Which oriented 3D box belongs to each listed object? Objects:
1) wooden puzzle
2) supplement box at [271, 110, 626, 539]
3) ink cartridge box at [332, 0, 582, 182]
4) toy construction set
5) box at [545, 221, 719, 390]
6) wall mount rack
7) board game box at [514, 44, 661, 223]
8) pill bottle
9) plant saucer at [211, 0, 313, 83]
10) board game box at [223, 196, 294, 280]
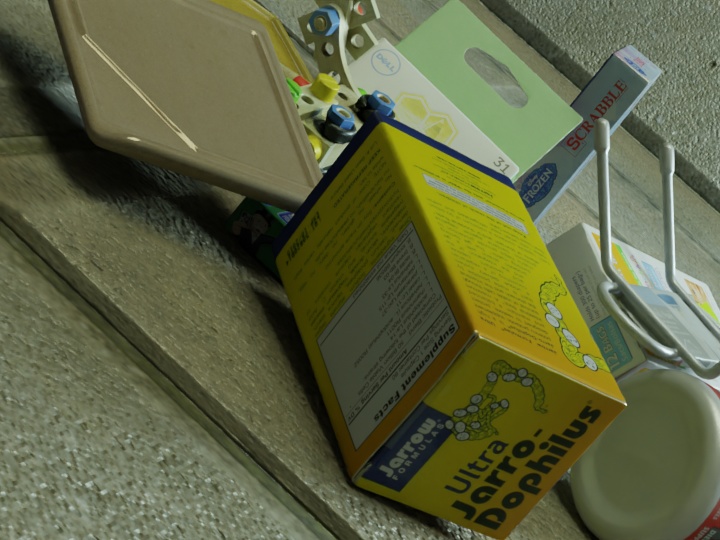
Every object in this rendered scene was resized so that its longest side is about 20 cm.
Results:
[{"bbox_3d":[-0.108,-0.110,1.181,0.184,0.037,0.201,18,34,-42],"label":"wooden puzzle"},{"bbox_3d":[0.042,0.027,1.076,0.109,0.109,0.201,24,28,-32],"label":"supplement box"},{"bbox_3d":[0.060,-0.113,1.468,0.146,0.200,0.048,45,-26,8],"label":"ink cartridge box"},{"bbox_3d":[-0.048,-0.127,1.361,0.131,0.092,0.200,40,41,13],"label":"toy construction set"},{"bbox_3d":[0.177,0.059,1.358,0.199,0.101,0.113,22,40,-53],"label":"box"},{"bbox_3d":[0.205,-0.005,1.275,0.174,0.075,0.200,52,19,23],"label":"wall mount rack"},{"bbox_3d":[0.173,-0.100,1.685,0.041,0.200,0.199,40,13,4],"label":"board game box"},{"bbox_3d":[0.233,0.145,1.262,0.199,0.116,0.116,27,19,-42],"label":"pill bottle"},{"bbox_3d":[-0.113,-0.183,1.503,0.199,0.049,0.200,33,16,-30],"label":"plant saucer"},{"bbox_3d":[0.000,0.000,1.277,0.134,0.029,0.200,42,14,8],"label":"board game box"}]
